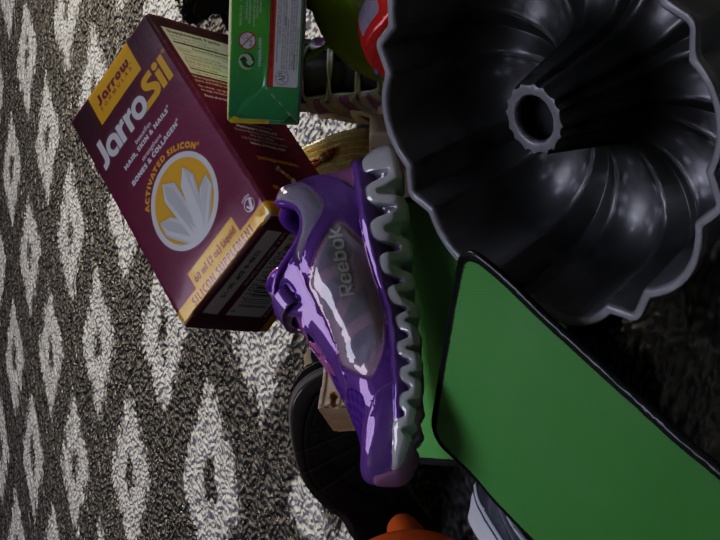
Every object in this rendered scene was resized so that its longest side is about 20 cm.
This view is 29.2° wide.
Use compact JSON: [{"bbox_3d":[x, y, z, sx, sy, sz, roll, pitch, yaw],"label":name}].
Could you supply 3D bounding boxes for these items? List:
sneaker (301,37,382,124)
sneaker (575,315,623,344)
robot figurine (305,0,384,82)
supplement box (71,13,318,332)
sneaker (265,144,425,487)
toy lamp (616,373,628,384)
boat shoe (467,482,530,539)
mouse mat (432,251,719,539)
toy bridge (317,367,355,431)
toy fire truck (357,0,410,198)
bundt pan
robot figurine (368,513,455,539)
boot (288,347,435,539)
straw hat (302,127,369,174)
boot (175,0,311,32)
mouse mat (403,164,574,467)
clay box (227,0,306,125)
[{"bbox_3d":[-0.035,-0.146,1.047,0.199,0.138,0.079,179,91,-66],"label":"sneaker"},{"bbox_3d":[0.108,0.013,0.819,0.201,0.076,0.089,-57,9,31],"label":"sneaker"},{"bbox_3d":[0.047,-0.199,0.854,0.200,0.174,0.116,-47,64,27],"label":"robot figurine"},{"bbox_3d":[-0.108,-0.069,0.970,0.111,0.085,0.201,-49,58,25],"label":"supplement box"},{"bbox_3d":[-0.009,0.027,0.790,0.081,0.087,0.203,89,175,-66],"label":"sneaker"},{"bbox_3d":[0.169,0.110,0.694,0.200,0.057,0.059,-138,52,-63],"label":"toy lamp"},{"bbox_3d":[0.120,0.153,0.795,0.200,0.071,0.069,-128,42,-65],"label":"boat shoe"},{"bbox_3d":[0.107,0.099,0.674,0.200,0.007,0.162,45,149,29],"label":"mouse mat"},{"bbox_3d":[0.000,0.000,0.906,0.067,0.027,0.202,59,-144,-51],"label":"toy bridge"},{"bbox_3d":[0.054,-0.087,0.841,0.140,0.199,0.049,-33,34,30],"label":"toy fire truck"},{"bbox_3d":[0.103,-0.082,0.645,0.201,0.075,0.204,27,130,37],"label":"bundt pan"},{"bbox_3d":[0.038,0.251,0.892,0.201,0.142,0.118,-108,20,-59],"label":"robot figurine"},{"bbox_3d":[-0.013,0.107,1.014,0.201,0.073,0.151,60,-176,-39],"label":"boot"},{"bbox_3d":[-0.017,-0.017,1.065,0.085,0.200,0.201,53,175,-31],"label":"straw hat"},{"bbox_3d":[-0.051,-0.253,1.059,0.198,0.160,0.074,135,129,-58],"label":"boot"},{"bbox_3d":[0.059,0.032,0.796,0.199,0.007,0.164,-8,82,59],"label":"mouse mat"},{"bbox_3d":[-0.058,-0.161,0.869,0.200,0.047,0.117,-100,12,-76],"label":"clay box"}]
